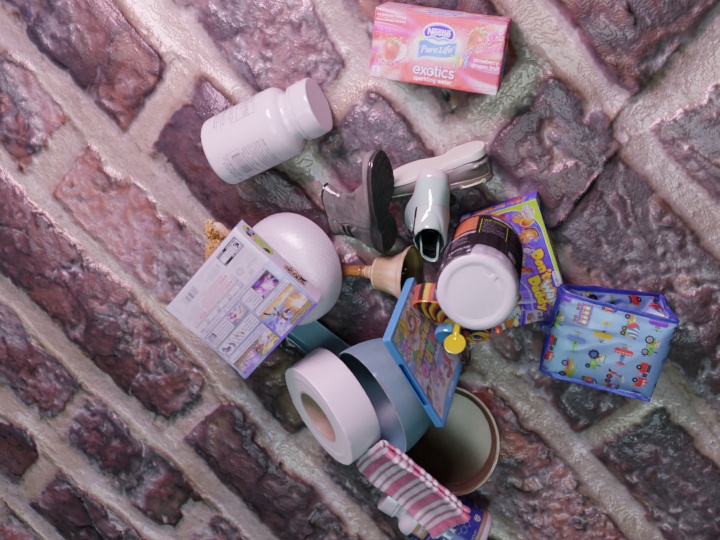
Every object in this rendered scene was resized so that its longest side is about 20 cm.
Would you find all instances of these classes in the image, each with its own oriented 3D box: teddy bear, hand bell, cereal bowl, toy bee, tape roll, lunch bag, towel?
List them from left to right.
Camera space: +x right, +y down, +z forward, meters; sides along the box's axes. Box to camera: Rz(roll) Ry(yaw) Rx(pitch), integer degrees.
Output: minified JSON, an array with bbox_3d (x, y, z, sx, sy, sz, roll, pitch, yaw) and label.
[{"bbox_3d":[-0.248,0.007,1.410,0.065,0.145,0.205,-13,113,-19],"label":"teddy bear"},{"bbox_3d":[-0.134,0.007,1.384,0.196,0.083,0.205,13,118,27],"label":"cereal bowl"},{"bbox_3d":[-0.052,0.242,1.428,0.202,0.070,0.204,44,154,28],"label":"tape roll"},{"bbox_3d":[0.000,0.000,1.383,0.196,0.104,0.107,7,115,26],"label":"hand bell"},{"bbox_3d":[0.086,0.379,1.382,0.199,0.030,0.147,39,146,4],"label":"towel"},{"bbox_3d":[0.177,0.076,1.321,0.107,0.198,0.134,-12,72,34],"label":"toy bee"},{"bbox_3d":[0.384,0.110,1.289,0.195,0.095,0.154,9,115,-2],"label":"lunch bag"}]

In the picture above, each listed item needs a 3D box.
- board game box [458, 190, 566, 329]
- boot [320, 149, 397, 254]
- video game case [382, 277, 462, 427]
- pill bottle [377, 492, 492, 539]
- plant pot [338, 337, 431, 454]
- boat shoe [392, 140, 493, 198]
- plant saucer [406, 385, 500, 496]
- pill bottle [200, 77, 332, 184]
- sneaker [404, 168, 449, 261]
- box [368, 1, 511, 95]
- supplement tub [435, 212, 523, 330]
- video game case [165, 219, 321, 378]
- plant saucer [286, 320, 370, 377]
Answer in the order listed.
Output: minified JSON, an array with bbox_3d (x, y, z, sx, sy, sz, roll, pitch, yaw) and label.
[{"bbox_3d":[0.256,-0.013,1.317,0.132,0.045,0.204,-16,107,21],"label":"board game box"},{"bbox_3d":[-0.013,-0.116,1.291,0.129,0.068,0.203,21,141,25],"label":"boot"},{"bbox_3d":[0.106,0.134,1.308,0.017,0.144,0.202,-12,124,32],"label":"video game case"},{"bbox_3d":[0.137,0.458,1.506,0.197,0.120,0.121,30,117,1],"label":"pill bottle"},{"bbox_3d":[0.069,0.196,1.391,0.133,0.199,0.204,-29,107,-21],"label":"plant pot"},{"bbox_3d":[0.116,-0.146,1.284,0.198,0.073,0.061,-15,118,26],"label":"boat shoe"},{"bbox_3d":[0.158,0.307,1.455,0.195,0.029,0.206,1,92,19],"label":"plant saucer"},{"bbox_3d":[-0.150,-0.229,1.297,0.197,0.115,0.116,-21,106,22],"label":"pill bottle"},{"bbox_3d":[0.101,-0.057,1.257,0.072,0.121,0.201,6,155,5],"label":"sneaker"},{"bbox_3d":[0.119,-0.333,1.191,0.195,0.095,0.105,12,114,10],"label":"box"},{"bbox_3d":[0.182,-0.007,1.202,0.119,0.201,0.125,6,115,12],"label":"supplement tub"},{"bbox_3d":[-0.193,0.051,1.326,0.181,0.046,0.200,42,111,-8],"label":"video game case"},{"bbox_3d":[-0.066,0.139,1.483,0.199,0.019,0.070,38,116,-3],"label":"plant saucer"}]
